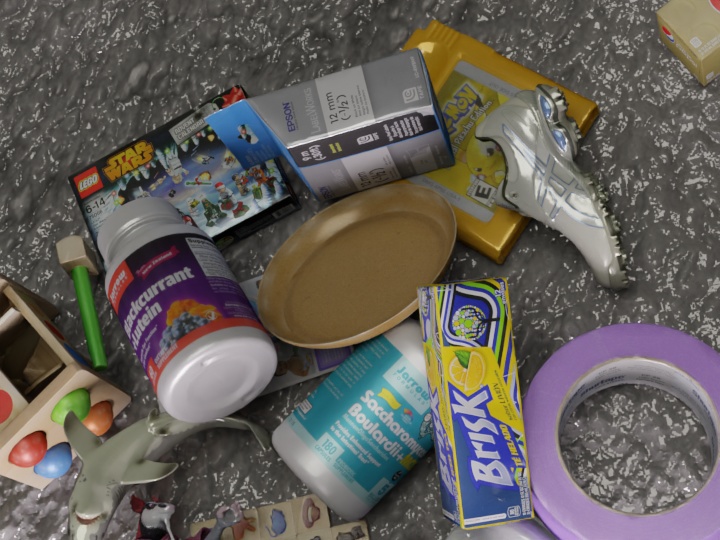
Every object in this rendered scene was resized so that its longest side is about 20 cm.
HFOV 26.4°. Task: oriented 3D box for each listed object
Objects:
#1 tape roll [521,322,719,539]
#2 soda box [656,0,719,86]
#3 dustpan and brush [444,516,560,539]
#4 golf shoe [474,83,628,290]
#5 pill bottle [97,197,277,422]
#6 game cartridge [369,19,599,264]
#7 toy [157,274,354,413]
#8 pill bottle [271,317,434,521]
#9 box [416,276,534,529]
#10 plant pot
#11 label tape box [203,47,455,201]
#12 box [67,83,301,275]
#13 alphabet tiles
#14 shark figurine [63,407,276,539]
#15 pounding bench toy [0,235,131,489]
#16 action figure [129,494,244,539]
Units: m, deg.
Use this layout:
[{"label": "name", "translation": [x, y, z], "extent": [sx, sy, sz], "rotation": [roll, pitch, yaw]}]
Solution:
[{"label": "tape roll", "translation": [0.233, 0.148, 1.297], "extent": [0.200, 0.066, 0.201], "rotation": [-2, 66, 5]}, {"label": "soda box", "translation": [0.371, -0.263, 1.405], "extent": [0.200, 0.064, 0.068], "rotation": [-38, 67, 2]}, {"label": "dustpan and brush", "translation": [0.107, 0.233, 1.336], "extent": [0.139, 0.057, 0.200], "rotation": [-30, 74, 18]}, {"label": "golf shoe", "translation": [0.173, -0.064, 1.380], "extent": [0.097, 0.078, 0.200], "rotation": [-25, 84, 10]}, {"label": "pill bottle", "translation": [-0.164, 0.029, 1.386], "extent": [0.111, 0.111, 0.200], "rotation": [-35, 55, 2]}, {"label": "game cartridge", "translation": [0.096, -0.127, 1.455], "extent": [0.200, 0.032, 0.176], "rotation": [31, 83, 20]}, {"label": "toy", "translation": [-0.113, 0.061, 1.445], "extent": [0.200, 0.047, 0.115], "rotation": [-18, 68, 9]}, {"label": "pill bottle", "translation": [0.025, 0.117, 1.356], "extent": [0.200, 0.111, 0.111], "rotation": [-46, 68, -1]}, {"label": "box", "translation": [0.094, 0.108, 1.273], "extent": [0.064, 0.070, 0.201], "rotation": [-7, 91, -11]}, {"label": "plant pot", "translation": [0.000, 0.000, 1.385], "extent": [0.200, 0.028, 0.200], "rotation": [-20, 38, 16]}, {"label": "label tape box", "translation": [-0.024, -0.120, 1.389], "extent": [0.200, 0.143, 0.066], "rotation": [-17, 71, 6]}, {"label": "box", "translation": [-0.175, -0.077, 1.509], "extent": [0.200, 0.040, 0.137], "rotation": [-28, 67, 5]}, {"label": "alphabet tiles", "translation": [-0.081, 0.296, 1.386], "extent": [0.200, 0.006, 0.167], "rotation": [-15, 70, 11]}, {"label": "shark figurine", "translation": [-0.182, 0.171, 1.391], "extent": [0.214, 0.090, 0.128], "rotation": [-25, 57, -20]}, {"label": "pounding bench toy", "translation": [-0.290, 0.084, 1.444], "extent": [0.200, 0.124, 0.156], "rotation": [-45, 68, -2]}, {"label": "action figure", "translation": [-0.169, 0.290, 1.374], "extent": [0.134, 0.149, 0.200], "rotation": [-5, 49, -16]}]
